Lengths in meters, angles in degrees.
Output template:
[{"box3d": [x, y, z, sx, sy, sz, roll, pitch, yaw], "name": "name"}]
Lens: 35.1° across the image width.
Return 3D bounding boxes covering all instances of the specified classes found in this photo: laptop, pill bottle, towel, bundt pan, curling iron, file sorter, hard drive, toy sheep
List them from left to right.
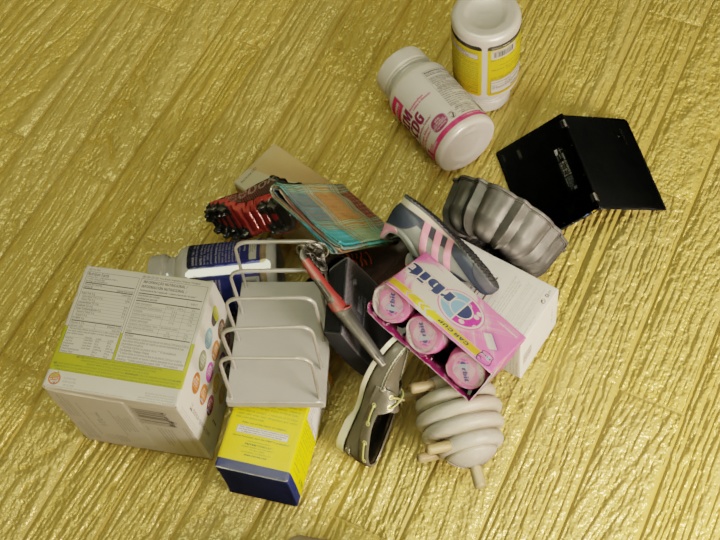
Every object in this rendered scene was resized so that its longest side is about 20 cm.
[{"box3d": [-0.220, 0.015, 1.749, 0.198, 0.116, 0.116, -5, 60, 3], "name": "pill bottle"}, {"box3d": [-0.117, 0.072, 1.578, 0.138, 0.125, 0.201, 0, 56, 6], "name": "file sorter"}, {"box3d": [-0.034, -0.082, 1.677, 0.147, 0.200, 0.022, 43, 113, 19], "name": "towel"}, {"box3d": [-0.022, 0.044, 1.539, 0.049, 0.026, 0.201, -31, 86, -40], "name": "curling iron"}, {"box3d": [0.006, 0.082, 1.647, 0.042, 0.200, 0.136, -10, 59, 24], "name": "hard drive"}, {"box3d": [0.119, -0.270, 1.872, 0.113, 0.114, 0.200, -31, 62, -11], "name": "pill bottle"}, {"box3d": [0.137, 0.209, 1.597, 0.137, 0.138, 0.201, -13, 74, -1], "name": "toy sheep"}, {"box3d": [0.205, -0.354, 1.860, 0.111, 0.200, 0.113, -2, 61, 4], "name": "pill bottle"}, {"box3d": [0.205, -0.055, 1.702, 0.201, 0.202, 0.076, 30, 79, 20], "name": "bundt pan"}, {"box3d": [0.353, -0.145, 1.837, 0.199, 0.116, 0.188, -30, 57, 23], "name": "laptop"}]

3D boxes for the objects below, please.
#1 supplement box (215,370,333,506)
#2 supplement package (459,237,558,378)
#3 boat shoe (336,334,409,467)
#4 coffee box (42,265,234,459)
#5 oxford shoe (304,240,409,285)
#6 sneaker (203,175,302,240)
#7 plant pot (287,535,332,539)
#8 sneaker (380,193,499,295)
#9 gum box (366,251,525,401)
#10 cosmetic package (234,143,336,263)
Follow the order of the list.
[{"box3d": [-0.120, 0.217, 1.630, 0.109, 0.109, 0.201, 10, 62, 12], "name": "supplement box"}, {"box3d": [0.179, 0.049, 1.688, 0.199, 0.114, 0.110, 28, 67, 22], "name": "supplement package"}, {"box3d": [0.030, 0.185, 1.601, 0.060, 0.203, 0.072, 34, 26, 25], "name": "boat shoe"}, {"box3d": [-0.305, 0.133, 1.644, 0.198, 0.200, 0.199, 7, 62, 11], "name": "coffee box"}, {"box3d": [0.000, 0.000, 1.757, 0.199, 0.073, 0.071, -32, 62, -12], "name": "oxford shoe"}, {"box3d": [-0.155, -0.099, 1.757, 0.199, 0.071, 0.098, -4, 34, 42], "name": "sneaker"}, {"box3d": [-0.019, 0.429, 1.469, 0.182, 0.201, 0.201, 10, 62, 25], "name": "plant pot"}, {"box3d": [0.113, -0.019, 1.644, 0.082, 0.070, 0.200, -49, 65, 9], "name": "sneaker"}, {"box3d": [0.115, 0.071, 1.571, 0.200, 0.066, 0.113, 41, 39, 12], "name": "gum box"}, {"box3d": [-0.095, -0.105, 1.827, 0.199, 0.071, 0.105, 35, 70, 22], "name": "cosmetic package"}]
